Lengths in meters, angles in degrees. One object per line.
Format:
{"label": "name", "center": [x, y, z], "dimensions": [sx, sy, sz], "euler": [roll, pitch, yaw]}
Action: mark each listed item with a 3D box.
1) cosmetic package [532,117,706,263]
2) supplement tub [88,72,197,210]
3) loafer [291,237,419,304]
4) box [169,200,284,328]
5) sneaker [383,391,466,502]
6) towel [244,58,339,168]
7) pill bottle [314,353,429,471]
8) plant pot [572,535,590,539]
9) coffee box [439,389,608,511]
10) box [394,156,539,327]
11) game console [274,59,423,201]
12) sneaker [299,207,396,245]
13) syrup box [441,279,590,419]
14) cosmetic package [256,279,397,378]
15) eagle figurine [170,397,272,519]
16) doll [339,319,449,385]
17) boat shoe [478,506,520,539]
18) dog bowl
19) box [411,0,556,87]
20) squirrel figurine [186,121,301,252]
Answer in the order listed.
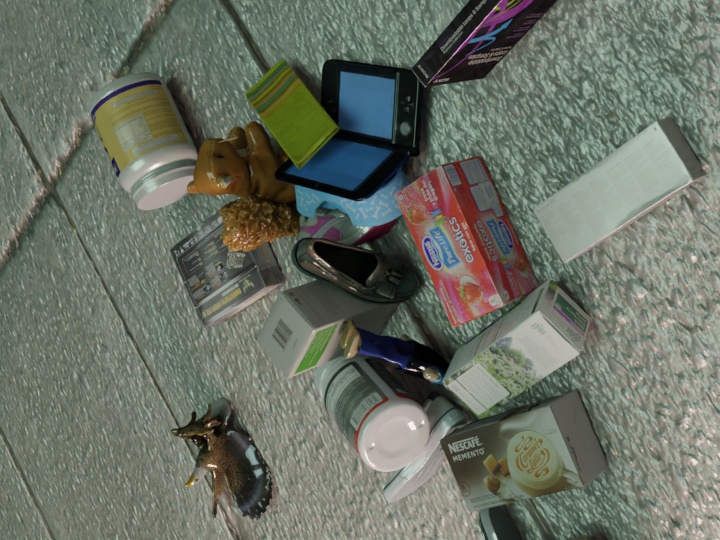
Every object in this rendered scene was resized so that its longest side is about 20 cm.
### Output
{"label": "cosmetic package", "center": [0.311, -0.095, 1.169], "dimensions": [0.200, 0.050, 0.083], "euler": [-37, 79, 40]}
{"label": "supplement tub", "center": [-0.369, -0.222, 1.661], "dimensions": [0.145, 0.145, 0.202], "euler": [-33, 80, 41]}
{"label": "loafer", "center": [0.000, 0.000, 1.374], "dimensions": [0.063, 0.198, 0.073], "euler": [154, 129, -64]}
{"label": "box", "center": [-0.234, -0.010, 1.667], "dimensions": [0.199, 0.048, 0.160], "euler": [-32, 81, 42]}
{"label": "sneaker", "center": [0.088, 0.268, 1.457], "dimensions": [0.071, 0.073, 0.201], "euler": [49, 120, 31]}
{"label": "towel", "center": [-0.106, -0.237, 1.428], "dimensions": [0.086, 0.018, 0.201], "euler": [-44, 49, 10]}
{"label": "pill bottle", "center": [0.011, 0.199, 1.429], "dimensions": [0.200, 0.113, 0.115], "euler": [-138, 50, -58]}
{"label": "plant pot", "center": [0.265, 0.509, 1.244], "dimensions": [0.200, 0.177, 0.200], "euler": [49, 120, 2]}
{"label": "coffee box", "center": [0.221, 0.250, 1.320], "dimensions": [0.199, 0.079, 0.116], "euler": [-25, 85, 42]}
{"label": "box", "center": [0.144, -0.041, 1.296], "dimensions": [0.094, 0.102, 0.202], "euler": [-28, 84, 42]}
{"label": "game console", "center": [-0.021, -0.205, 1.372], "dimensions": [0.199, 0.118, 0.173], "euler": [18, 113, 41]}
{"label": "sneaker", "center": [-0.030, -0.074, 1.451], "dimensions": [0.199, 0.081, 0.089], "euler": [-20, 90, 41]}
{"label": "syrup box", "center": [0.206, 0.107, 1.282], "dimensions": [0.079, 0.082, 0.200], "euler": [42, 128, -6]}
{"label": "cosmetic package", "center": [-0.045, 0.070, 1.422], "dimensions": [0.085, 0.199, 0.108], "euler": [46, 129, 24]}
{"label": "eagle figurine", "center": [-0.259, 0.353, 1.757], "dimensions": [0.201, 0.150, 0.152], "euler": [55, -179, -23]}
{"label": "doll", "center": [0.071, 0.124, 1.371], "dimensions": [0.137, 0.198, 0.049], "euler": [-119, 51, -71]}
{"label": "boat shoe", "center": [0.207, 0.436, 1.389], "dimensions": [0.068, 0.074, 0.201], "euler": [-24, 95, 27]}
{"label": "dog bowl", "center": [-0.014, -0.123, 1.395], "dimensions": [0.198, 0.112, 0.050], "euler": [13, 136, 37]}
{"label": "box", "center": [0.168, -0.306, 1.175], "dimensions": [0.200, 0.142, 0.036], "euler": [-43, 75, 40]}
{"label": "squirrel figurine", "center": [-0.170, -0.127, 1.483], "dimensions": [0.140, 0.186, 0.203], "euler": [3, 102, 40]}
